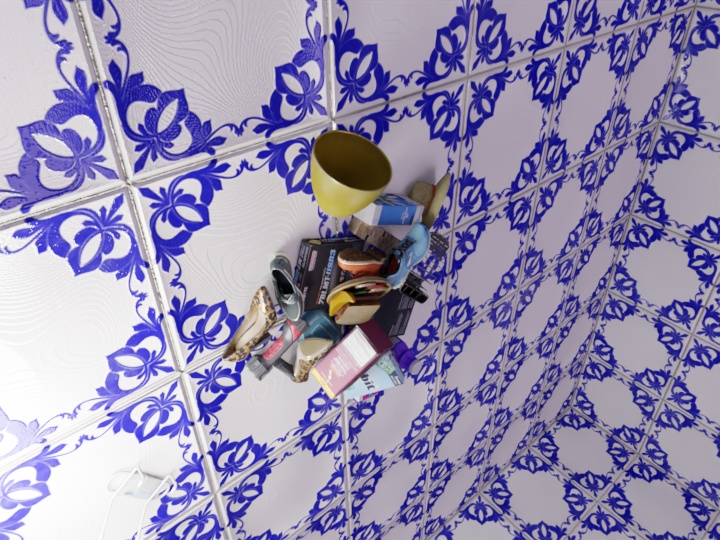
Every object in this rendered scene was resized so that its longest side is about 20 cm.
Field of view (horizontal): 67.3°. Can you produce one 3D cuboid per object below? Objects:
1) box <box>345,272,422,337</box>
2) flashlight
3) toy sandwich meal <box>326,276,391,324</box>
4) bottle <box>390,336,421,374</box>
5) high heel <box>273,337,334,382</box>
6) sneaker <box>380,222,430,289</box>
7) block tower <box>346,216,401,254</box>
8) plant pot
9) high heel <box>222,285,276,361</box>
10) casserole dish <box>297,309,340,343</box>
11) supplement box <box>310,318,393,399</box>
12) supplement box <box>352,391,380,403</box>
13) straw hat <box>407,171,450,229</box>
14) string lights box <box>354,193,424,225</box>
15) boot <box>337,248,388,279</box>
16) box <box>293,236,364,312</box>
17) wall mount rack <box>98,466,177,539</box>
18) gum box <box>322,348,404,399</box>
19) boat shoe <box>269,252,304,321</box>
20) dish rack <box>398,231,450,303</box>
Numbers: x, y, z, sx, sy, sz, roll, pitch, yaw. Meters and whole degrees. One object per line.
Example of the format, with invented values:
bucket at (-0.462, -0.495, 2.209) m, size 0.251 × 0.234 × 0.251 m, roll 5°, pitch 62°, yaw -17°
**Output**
box at (0.072, 0.100, 1.668) m, size 0.180 × 0.104 × 0.203 m, roll -4°, pitch 118°, yaw -45°
flashlight at (-0.227, 0.199, 1.463) m, size 0.200 × 0.068 × 0.068 m, roll -44°, pitch 148°, yaw -8°
toy sandwich meal at (-0.003, 0.084, 1.471) m, size 0.201 × 0.072 × 0.206 m, roll -12°, pitch 159°, yaw -5°
bottle at (0.114, 0.259, 1.744) m, size 0.065 × 0.199 × 0.085 m, roll -19°, pitch 131°, yaw -35°
high heel at (-0.133, 0.258, 1.544) m, size 0.197 × 0.072 × 0.143 m, roll -24°, pitch 139°, yaw 19°
sneaker at (0.123, -0.045, 1.490) m, size 0.202 × 0.078 × 0.090 m, roll -59°, pitch 149°, yaw -1°
block tower at (0.046, -0.097, 1.546) m, size 0.199 × 0.054 × 0.058 m, roll 24°, pitch 99°, yaw -50°
plant pot at (-0.040, -0.213, 1.296) m, size 0.198 × 0.201 × 0.143 m, roll -18°, pitch 153°, yaw -37°
high heel at (-0.281, 0.138, 1.338) m, size 0.142 × 0.071 × 0.203 m, roll -30°, pitch 143°, yaw -38°
casserole dish at (-0.121, 0.182, 1.577) m, size 0.121 × 0.039 × 0.201 m, roll -46°, pitch 141°, yaw -11°
supplement box at (-0.022, 0.245, 1.507) m, size 0.200 × 0.104 × 0.131 m, roll -45°, pitch 166°, yaw 18°
supplement box at (0.011, 0.309, 1.751) m, size 0.100 × 0.103 × 0.204 m, roll -15°, pitch 125°, yaw -37°
straw hat at (0.183, -0.209, 1.581) m, size 0.084 × 0.201 × 0.204 m, roll 21°, pitch 103°, yaw -7°
string lights box at (0.070, -0.169, 1.483) m, size 0.198 × 0.102 × 0.060 m, roll -6°, pitch 120°, yaw -44°
boot at (0.000, 0.000, 1.480) m, size 0.198 × 0.075 × 0.109 m, roll 2°, pitch 117°, yaw -52°
box at (-0.092, 0.009, 1.482) m, size 0.196 × 0.049 × 0.204 m, roll -7°, pitch 120°, yaw -45°
wall mount rack at (-0.565, 0.588, 1.363) m, size 0.175 × 0.074 × 0.200 m, roll -52°, pitch 140°, yaw -5°
gum box at (0.011, 0.293, 1.631) m, size 0.197 × 0.045 × 0.172 m, roll -20°, pitch 115°, yaw 21°
boat shoe at (-0.191, 0.055, 1.374) m, size 0.071 × 0.062 × 0.203 m, roll -4°, pitch 122°, yaw 8°
dish rack at (0.191, -0.012, 1.583) m, size 0.201 × 0.054 × 0.153 m, roll -54°, pitch 142°, yaw 7°
